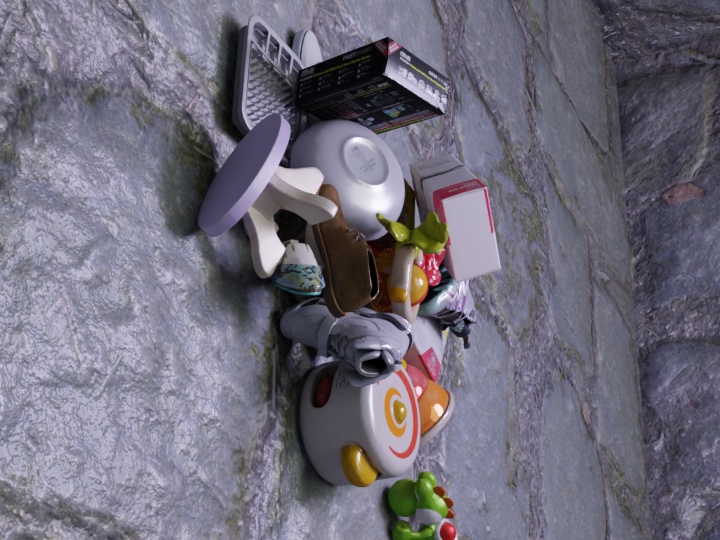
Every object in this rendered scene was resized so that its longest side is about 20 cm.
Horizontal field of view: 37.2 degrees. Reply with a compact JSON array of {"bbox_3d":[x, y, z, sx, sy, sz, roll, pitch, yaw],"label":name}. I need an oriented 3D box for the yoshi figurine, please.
[{"bbox_3d":[0.100,0.417,1.767,0.113,0.110,0.203,-123,-162,-63],"label":"yoshi figurine"}]

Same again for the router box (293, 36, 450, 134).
[{"bbox_3d":[0.017,-0.274,1.636,0.149,0.198,0.063,25,65,-43],"label":"router box"}]

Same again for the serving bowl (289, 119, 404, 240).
[{"bbox_3d":[-0.008,-0.150,1.624,0.197,0.066,0.203,19,53,-27],"label":"serving bowl"}]

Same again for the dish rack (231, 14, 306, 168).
[{"bbox_3d":[-0.141,-0.263,1.620,0.171,0.043,0.204,41,44,-52],"label":"dish rack"}]

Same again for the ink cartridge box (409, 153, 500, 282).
[{"bbox_3d":[0.154,-0.091,1.767,0.200,0.083,0.147,-119,-166,-65],"label":"ink cartridge box"}]

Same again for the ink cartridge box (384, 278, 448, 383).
[{"bbox_3d":[0.088,0.078,1.832,0.146,0.082,0.202,61,32,-34],"label":"ink cartridge box"}]

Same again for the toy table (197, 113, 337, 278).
[{"bbox_3d":[-0.124,-0.100,1.449,0.117,0.182,0.202,43,67,-27],"label":"toy table"}]

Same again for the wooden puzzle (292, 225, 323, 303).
[{"bbox_3d":[-0.037,0.013,1.673,0.187,0.037,0.200,57,32,-13],"label":"wooden puzzle"}]

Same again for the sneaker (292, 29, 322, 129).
[{"bbox_3d":[-0.064,-0.303,1.762,0.073,0.070,0.204,7,73,-62],"label":"sneaker"}]

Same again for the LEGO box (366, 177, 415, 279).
[{"bbox_3d":[0.021,-0.107,1.778,0.149,0.076,0.202,49,27,-28],"label":"LEGO box"}]

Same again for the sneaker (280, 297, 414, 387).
[{"bbox_3d":[-0.025,0.101,1.513,0.115,0.196,0.077,-70,167,-64],"label":"sneaker"}]

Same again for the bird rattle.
[{"bbox_3d":[0.069,0.001,1.608,0.201,0.110,0.166,88,14,-64],"label":"bird rattle"}]

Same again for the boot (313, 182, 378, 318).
[{"bbox_3d":[-0.019,-0.038,1.496,0.073,0.074,0.204,30,43,-56],"label":"boot"}]

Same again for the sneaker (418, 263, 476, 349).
[{"bbox_3d":[0.153,0.072,1.783,0.200,0.076,0.142,-44,118,-59],"label":"sneaker"}]

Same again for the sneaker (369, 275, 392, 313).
[{"bbox_3d":[0.000,0.000,1.638,0.201,0.072,0.077,55,31,-16],"label":"sneaker"}]

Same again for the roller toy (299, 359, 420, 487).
[{"bbox_3d":[0.005,0.220,1.589,0.199,0.138,0.186,-1,79,-63],"label":"roller toy"}]

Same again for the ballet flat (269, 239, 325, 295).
[{"bbox_3d":[-0.094,-0.008,1.479,0.200,0.073,0.076,-167,-123,-72],"label":"ballet flat"}]

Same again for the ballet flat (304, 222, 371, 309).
[{"bbox_3d":[-0.048,0.011,1.571,0.202,0.068,0.070,63,29,-18],"label":"ballet flat"}]

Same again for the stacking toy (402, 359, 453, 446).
[{"bbox_3d":[0.046,0.179,1.721,0.201,0.145,0.147,55,32,-16],"label":"stacking toy"}]
